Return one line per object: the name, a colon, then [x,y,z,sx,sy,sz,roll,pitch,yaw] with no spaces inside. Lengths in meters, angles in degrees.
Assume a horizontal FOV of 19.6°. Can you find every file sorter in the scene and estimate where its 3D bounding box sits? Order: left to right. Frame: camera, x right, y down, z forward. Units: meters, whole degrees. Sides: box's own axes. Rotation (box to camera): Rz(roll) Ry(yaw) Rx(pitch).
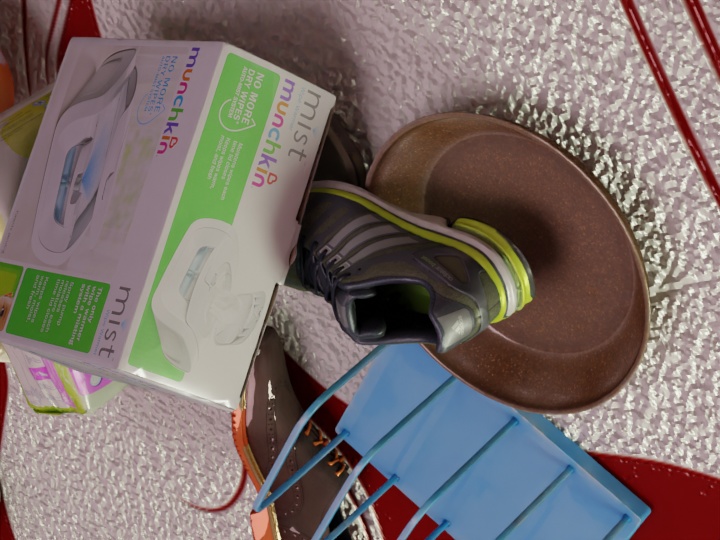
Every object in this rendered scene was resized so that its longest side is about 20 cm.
file sorter: [0.050,0.153,1.315,0.200,0.123,0.139,41,138,12]

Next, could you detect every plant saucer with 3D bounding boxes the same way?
plant saucer: [0.091,-0.009,1.225,0.200,0.037,0.201,24,132,29]

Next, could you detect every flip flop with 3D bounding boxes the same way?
flip flop: [-0.066,-0.040,1.327,0.081,0.058,0.200,53,136,-2]

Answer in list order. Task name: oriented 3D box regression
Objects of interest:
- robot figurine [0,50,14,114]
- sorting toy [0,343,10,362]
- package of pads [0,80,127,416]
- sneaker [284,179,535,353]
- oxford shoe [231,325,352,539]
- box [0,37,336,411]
robot figurine: [-0.310,-0.127,1.425,0.117,0.144,0.200,33,176,-39]
sorting toy: [-0.291,0.011,1.510,0.180,0.200,0.107,5,88,58]
package of pads: [-0.188,-0.019,1.381,0.068,0.154,0.200,1,119,42]
sneaker: [0.000,0.000,1.225,0.200,0.081,0.074,10,124,38]
oxford shoe: [-0.043,0.122,1.435,0.072,0.071,0.200,-3,119,13]
box: [-0.125,-0.031,1.260,0.097,0.200,0.176,23,172,-37]
